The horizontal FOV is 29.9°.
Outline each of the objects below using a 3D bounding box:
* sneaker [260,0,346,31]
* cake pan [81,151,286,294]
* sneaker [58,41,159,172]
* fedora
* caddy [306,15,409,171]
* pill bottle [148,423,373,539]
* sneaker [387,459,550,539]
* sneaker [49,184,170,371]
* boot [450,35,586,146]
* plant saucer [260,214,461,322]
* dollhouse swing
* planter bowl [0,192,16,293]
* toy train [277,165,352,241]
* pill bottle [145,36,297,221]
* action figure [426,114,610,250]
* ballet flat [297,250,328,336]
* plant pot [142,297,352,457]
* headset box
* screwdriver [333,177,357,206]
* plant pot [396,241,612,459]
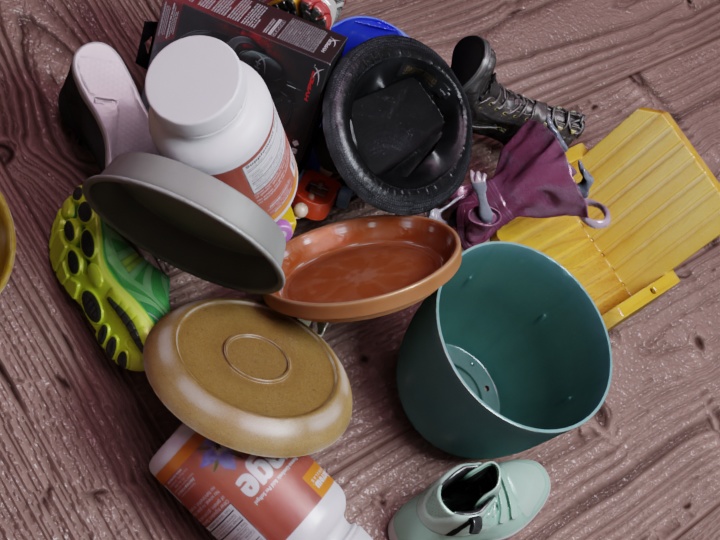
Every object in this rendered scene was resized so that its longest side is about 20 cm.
[{"bbox_3d":[-0.089,-0.266,1.438,0.082,0.198,0.078,-52,125,-35],"label":"sneaker"},{"bbox_3d":[-0.151,-0.043,1.200,0.199,0.200,0.037,29,71,-11],"label":"cake pan"},{"bbox_3d":[-0.239,-0.120,1.334,0.070,0.099,0.202,-23,94,-23],"label":"sneaker"},{"bbox_3d":[0.022,-0.142,1.385,0.199,0.091,0.204,8,77,-37],"label":"fedora"},{"bbox_3d":[-0.008,-0.200,1.490,0.199,0.105,0.142,-32,82,-38],"label":"caddy"},{"bbox_3d":[-0.085,0.205,1.214,0.200,0.112,0.112,44,52,0],"label":"pill bottle"},{"bbox_3d":[0.133,0.221,1.321,0.199,0.118,0.074,-15,69,-35],"label":"sneaker"},{"bbox_3d":[-0.233,0.010,1.284,0.083,0.074,0.201,8,49,-59],"label":"sneaker"},{"bbox_3d":[0.176,-0.190,1.530,0.172,0.200,0.070,14,72,-9],"label":"boot"},{"bbox_3d":[0.000,0.000,1.290,0.199,0.199,0.033,-31,120,-37],"label":"plant saucer"},{"bbox_3d":[0.282,-0.057,1.524,0.181,0.176,0.201,-26,78,-37],"label":"dollhouse swing"},{"bbox_3d":[-0.410,-0.016,1.181,0.198,0.083,0.203,13,59,-22],"label":"planter bowl"},{"bbox_3d":[-0.114,-0.077,1.393,0.198,0.056,0.151,20,34,-1],"label":"toy train"},{"bbox_3d":[-0.127,-0.121,1.220,0.110,0.200,0.114,-3,66,8],"label":"pill bottle"},{"bbox_3d":[0.152,-0.076,1.491,0.149,0.199,0.134,52,7,-25],"label":"action figure"},{"bbox_3d":[-0.067,0.058,1.344,0.069,0.070,0.201,33,52,-8],"label":"ballet flat"},{"bbox_3d":[-0.095,0.086,1.207,0.198,0.028,0.201,18,32,-11],"label":"plant pot"},{"bbox_3d":[-0.131,-0.197,1.365,0.198,0.150,0.077,23,33,1],"label":"headset box"},{"bbox_3d":[0.025,-0.101,1.503,0.198,0.028,0.030,-17,103,-35],"label":"screwdriver"},{"bbox_3d":[0.128,0.098,1.360,0.198,0.161,0.203,13,57,-21],"label":"plant pot"}]
